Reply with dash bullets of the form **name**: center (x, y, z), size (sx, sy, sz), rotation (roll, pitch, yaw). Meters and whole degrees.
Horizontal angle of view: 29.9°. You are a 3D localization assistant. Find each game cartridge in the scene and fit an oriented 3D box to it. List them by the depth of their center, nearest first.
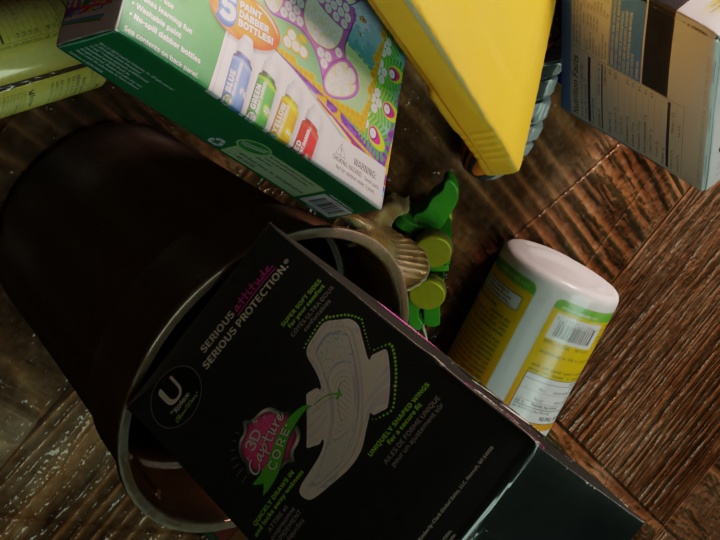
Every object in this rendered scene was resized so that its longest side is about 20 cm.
- **game cartridge**: center (0.058, -0.182, 0.774), size (0.200, 0.032, 0.177), rotation (51, 46, -47)

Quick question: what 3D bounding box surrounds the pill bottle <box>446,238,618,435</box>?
- **pill bottle**: center (0.133, 0.083, 1.183), size (0.111, 0.111, 0.200), rotation (9, 113, -48)

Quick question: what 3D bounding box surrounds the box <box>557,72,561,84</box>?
- **box**: center (0.228, -0.249, 1.022), size (0.184, 0.105, 0.201), rotation (-20, 131, -35)

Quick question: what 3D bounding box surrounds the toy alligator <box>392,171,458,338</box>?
- **toy alligator**: center (0.041, 0.007, 1.082), size (0.054, 0.059, 0.201), rotation (6, 127, 0)

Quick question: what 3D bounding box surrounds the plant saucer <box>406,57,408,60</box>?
- **plant saucer**: center (0.023, -0.225, 0.847), size (0.199, 0.029, 0.201), rotation (-10, 117, -21)

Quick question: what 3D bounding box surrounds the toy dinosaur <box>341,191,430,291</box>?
- **toy dinosaur**: center (0.000, 0.000, 0.958), size (0.101, 0.200, 0.058), rotation (9, 140, -7)

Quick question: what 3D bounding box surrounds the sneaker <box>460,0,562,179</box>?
- **sneaker**: center (0.087, -0.153, 0.992), size (0.112, 0.078, 0.200), rotation (2, 133, -23)

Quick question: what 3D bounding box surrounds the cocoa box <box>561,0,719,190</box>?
- **cocoa box**: center (0.245, -0.177, 0.900), size (0.200, 0.131, 0.134), rotation (-36, 142, -23)

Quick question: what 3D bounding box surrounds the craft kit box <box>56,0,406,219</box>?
- **craft kit box**: center (-0.047, -0.155, 0.683), size (0.200, 0.048, 0.198), rotation (30, 59, -47)

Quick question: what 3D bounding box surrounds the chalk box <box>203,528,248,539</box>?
- **chalk box**: center (-0.034, 0.224, 1.115), size (0.124, 0.125, 0.200), rotation (-48, 141, -5)

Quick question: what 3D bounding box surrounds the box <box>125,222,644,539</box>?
- **box**: center (0.011, 0.096, 0.675), size (0.124, 0.200, 0.148), rotation (-51, 143, 1)

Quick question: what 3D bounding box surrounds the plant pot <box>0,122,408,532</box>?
- **plant pot**: center (-0.108, 0.018, 0.815), size (0.200, 0.198, 0.201), rotation (-25, 134, -29)

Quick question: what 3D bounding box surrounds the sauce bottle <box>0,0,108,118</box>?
- **sauce bottle**: center (-0.162, -0.130, 0.753), size (0.200, 0.066, 0.066), rotation (-22, 133, -33)
